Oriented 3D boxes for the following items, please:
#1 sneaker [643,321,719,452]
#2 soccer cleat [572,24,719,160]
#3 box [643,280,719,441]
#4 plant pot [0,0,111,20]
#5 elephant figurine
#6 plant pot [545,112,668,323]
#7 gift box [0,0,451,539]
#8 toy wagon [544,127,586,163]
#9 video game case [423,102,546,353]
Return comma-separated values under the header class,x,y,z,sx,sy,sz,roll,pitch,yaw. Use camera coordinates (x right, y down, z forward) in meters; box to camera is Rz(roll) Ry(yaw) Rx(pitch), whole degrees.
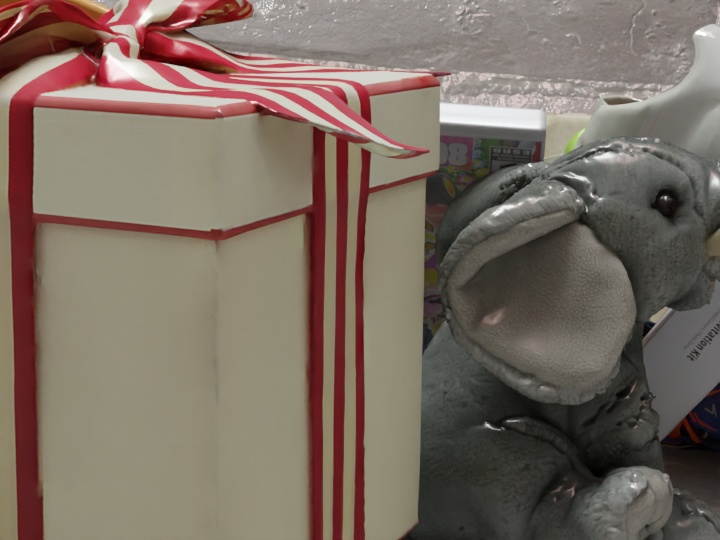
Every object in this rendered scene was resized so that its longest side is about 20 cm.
class,x,y,z,sx,sy,sz,roll,pitch,yaw
sneaker,0.174,0.064,0.881,0.199,0.076,0.078,1,9,-20
soccer cleat,0.113,-0.033,0.727,0.069,0.078,0.200,-16,-15,-41
box,0.204,-0.011,0.807,0.041,0.156,0.200,42,47,9
plant pot,-0.205,-0.065,1.014,0.199,0.140,0.201,20,35,-15
elephant figurine,0.083,0.009,0.630,0.155,0.201,0.141,-1,8,-37
plant pot,0.179,-0.009,1.080,0.199,0.185,0.200,5,4,0
gift box,-0.062,0.006,0.528,0.199,0.188,0.184,3,11,18
toy wagon,0.111,-0.044,0.838,0.199,0.040,0.155,-10,-4,-11
video game case,0.006,0.011,0.732,0.142,0.201,0.018,4,39,5
